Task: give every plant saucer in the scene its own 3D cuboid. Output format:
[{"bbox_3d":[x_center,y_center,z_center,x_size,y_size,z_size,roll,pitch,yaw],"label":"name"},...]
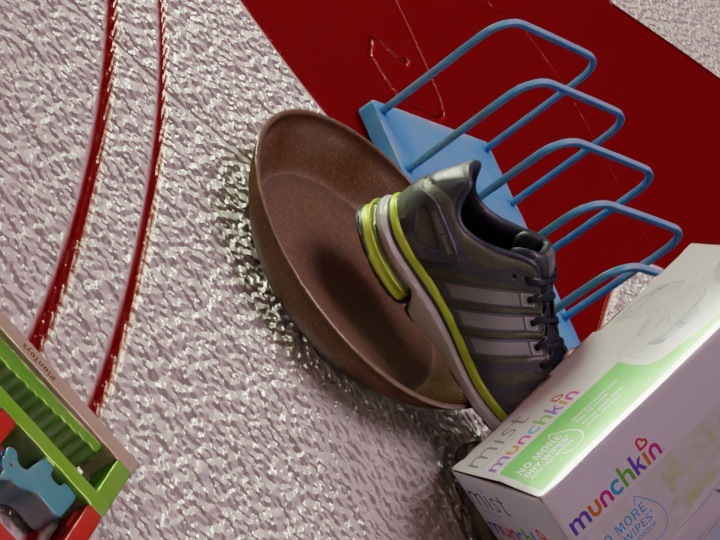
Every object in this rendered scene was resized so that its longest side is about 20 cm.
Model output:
[{"bbox_3d":[0.000,0.000,1.184,0.200,0.037,0.201,39,30,-29],"label":"plant saucer"}]

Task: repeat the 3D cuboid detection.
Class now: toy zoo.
[{"bbox_3d":[-0.168,0.083,0.821,0.131,0.020,0.200,49,27,-11],"label":"toy zoo"}]

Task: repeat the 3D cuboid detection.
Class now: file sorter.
[{"bbox_3d":[0.116,-0.041,1.329,0.139,0.123,0.200,14,47,-52],"label":"file sorter"}]

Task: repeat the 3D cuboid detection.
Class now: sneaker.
[{"bbox_3d":[0.084,0.026,1.160,0.200,0.081,0.074,50,27,-9],"label":"sneaker"}]

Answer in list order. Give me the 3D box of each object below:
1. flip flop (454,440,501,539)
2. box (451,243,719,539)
[{"bbox_3d":[0.126,0.141,1.196,0.200,0.058,0.081,28,36,-37],"label":"flip flop"},{"bbox_3d":[0.180,0.114,1.130,0.177,0.200,0.097,57,-21,-21],"label":"box"}]
